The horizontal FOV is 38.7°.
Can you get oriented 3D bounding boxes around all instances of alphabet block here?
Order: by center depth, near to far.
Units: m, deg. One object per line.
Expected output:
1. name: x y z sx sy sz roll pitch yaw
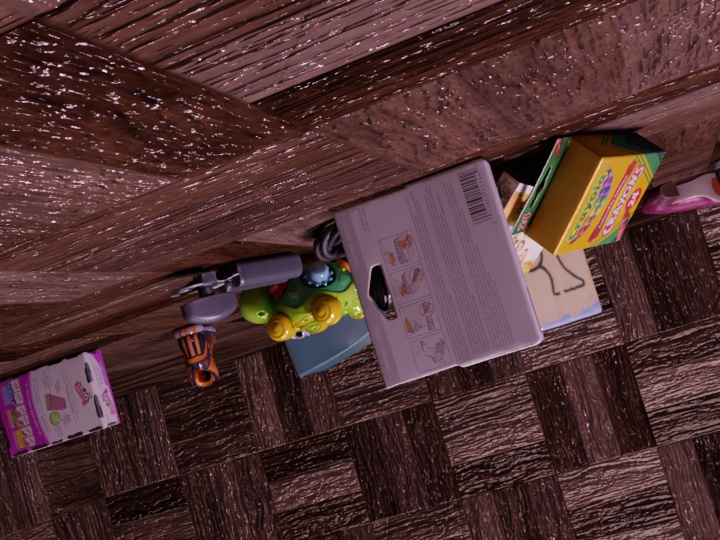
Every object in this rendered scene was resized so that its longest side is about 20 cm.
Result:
1. alphabet block: 0.280 0.012 1.804 0.193 0.203 0.196 -14 174 -16

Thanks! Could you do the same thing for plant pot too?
1. plant pot: -0.050 0.120 2.231 0.198 0.143 0.141 -27 171 22

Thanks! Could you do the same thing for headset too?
1. headset: 0.058 -0.011 1.221 0.122 0.095 0.200 -19 -175 9

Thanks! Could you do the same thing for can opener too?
1. can opener: -0.150 0.025 1.279 0.053 0.068 0.199 -21 174 42

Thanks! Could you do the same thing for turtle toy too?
1. turtle toy: -0.084 0.040 1.454 0.198 0.103 0.145 -19 175 23

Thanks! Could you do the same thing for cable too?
1. cable: 0.019 -0.039 1.259 0.161 0.052 0.200 -16 175 -12

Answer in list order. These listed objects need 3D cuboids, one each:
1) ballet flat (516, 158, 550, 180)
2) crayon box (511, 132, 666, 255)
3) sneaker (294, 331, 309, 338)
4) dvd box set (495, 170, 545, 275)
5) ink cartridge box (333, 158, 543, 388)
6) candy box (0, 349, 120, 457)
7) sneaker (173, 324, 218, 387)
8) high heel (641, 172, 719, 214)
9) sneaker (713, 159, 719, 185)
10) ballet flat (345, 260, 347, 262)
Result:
1. ballet flat: 0.192 -0.083 1.287 0.067 0.065 0.199 -12 172 -42
2. crayon box: 0.262 -0.089 1.174 0.199 0.051 0.128 -12 132 -49
3. sneaker: -0.120 0.093 2.008 0.070 0.081 0.200 -21 175 26
4. dvd box set: 0.161 -0.017 1.204 0.145 0.029 0.202 4 120 -54
5. ink cartridge box: 0.083 0.005 1.097 0.174 0.203 0.045 -18 176 13
6. candy box: -0.536 0.234 1.805 0.197 0.138 0.061 -18 176 16
7. sneaker: -0.311 0.168 1.969 0.076 0.114 0.200 -17 175 2
8. high heel: 0.676 -0.151 2.098 0.197 0.068 0.096 0 161 -12
9. sneaker: 0.754 -0.179 1.865 0.198 0.108 0.074 -21 173 35
10. ballet flat: 0.000 0.000 1.669 0.066 0.047 0.200 14 179 19
